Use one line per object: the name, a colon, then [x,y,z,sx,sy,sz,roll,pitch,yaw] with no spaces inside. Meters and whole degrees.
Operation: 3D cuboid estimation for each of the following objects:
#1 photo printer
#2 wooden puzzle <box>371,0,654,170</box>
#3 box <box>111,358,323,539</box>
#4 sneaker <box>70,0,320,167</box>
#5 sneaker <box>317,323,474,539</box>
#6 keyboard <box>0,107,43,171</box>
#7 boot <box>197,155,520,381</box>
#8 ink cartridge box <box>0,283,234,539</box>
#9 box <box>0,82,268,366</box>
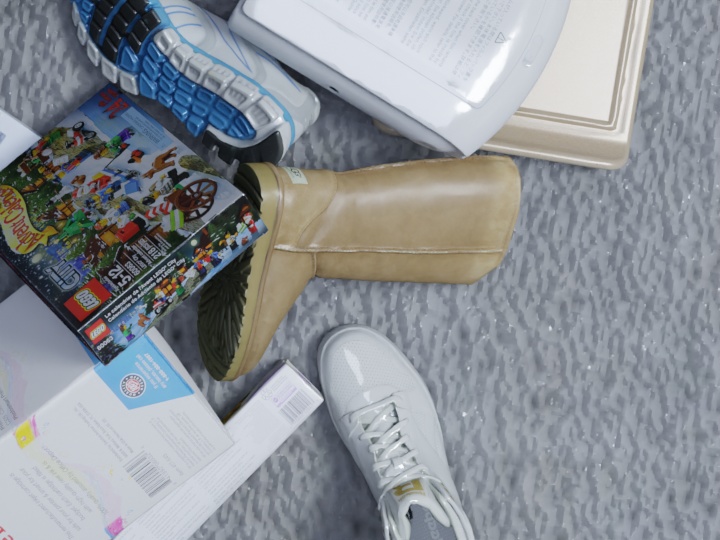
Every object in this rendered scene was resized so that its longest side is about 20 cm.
photo printer: [0.035,-0.183,1.568,0.200,0.069,0.166,30,83,-5]
wooden puzzle: [0.111,-0.180,1.631,0.185,0.037,0.200,9,89,-6]
box: [-0.109,0.145,1.626,0.041,0.039,0.200,44,89,-6]
sneaker: [-0.112,-0.149,1.597,0.200,0.087,0.075,41,130,9]
sneaker: [0.031,0.131,1.602,0.074,0.116,0.200,-25,94,-2]
keyboard: [-0.263,-0.088,1.609,0.200,0.011,0.056,35,85,-8]
boot: [0.000,0.000,1.597,0.200,0.066,0.175,-1,127,-28]
ink cartridge box: [-0.213,0.107,1.547,0.200,0.125,0.129,-37,130,-2]
box: [-0.166,-0.035,1.525,0.137,0.200,0.038,-40,130,-10]
